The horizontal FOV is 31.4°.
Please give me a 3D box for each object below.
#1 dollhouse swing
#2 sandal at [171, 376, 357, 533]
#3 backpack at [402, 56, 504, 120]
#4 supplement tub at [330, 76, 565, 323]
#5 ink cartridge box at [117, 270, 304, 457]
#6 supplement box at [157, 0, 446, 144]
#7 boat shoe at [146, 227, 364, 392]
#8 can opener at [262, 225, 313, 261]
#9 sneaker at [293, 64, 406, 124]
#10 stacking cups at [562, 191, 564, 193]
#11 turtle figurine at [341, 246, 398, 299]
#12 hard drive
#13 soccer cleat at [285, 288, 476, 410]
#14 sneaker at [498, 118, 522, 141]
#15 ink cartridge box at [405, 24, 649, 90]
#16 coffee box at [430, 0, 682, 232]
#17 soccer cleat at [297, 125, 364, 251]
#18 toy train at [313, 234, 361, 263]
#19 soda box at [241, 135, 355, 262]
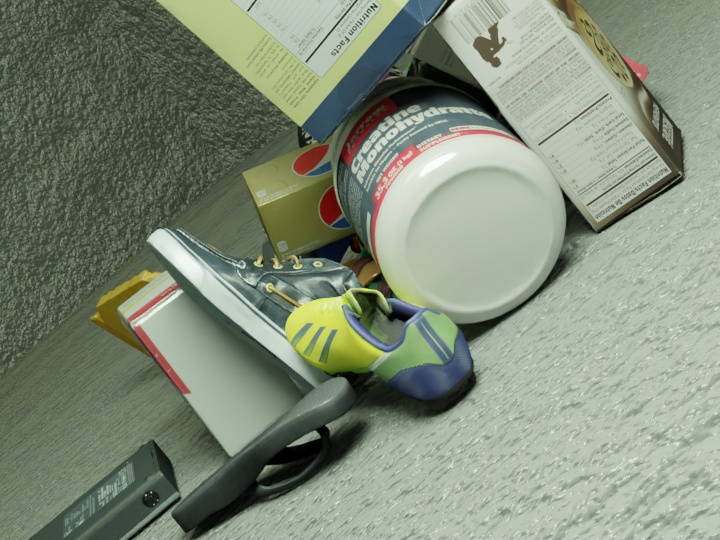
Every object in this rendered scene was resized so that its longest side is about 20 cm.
[{"bbox_3d":[-0.186,0.006,1.553,0.200,0.181,0.176,-25,37,51],"label":"dollhouse swing"},{"bbox_3d":[-0.062,0.139,0.939,0.200,0.043,0.076,-42,-1,37],"label":"sandal"},{"bbox_3d":[0.087,-0.161,1.366,0.127,0.167,0.200,-59,10,-16],"label":"backpack"},{"bbox_3d":[0.058,-0.060,0.970,0.140,0.140,0.200,-37,28,3],"label":"supplement tub"},{"bbox_3d":[-0.141,0.072,1.156,0.083,0.145,0.200,-39,11,-10],"label":"ink cartridge box"},{"bbox_3d":[-0.034,-0.242,0.969,0.134,0.200,0.200,-44,8,38],"label":"supplement box"},{"bbox_3d":[-0.070,0.013,1.025,0.091,0.200,0.071,-51,-1,-13],"label":"boat shoe"},{"bbox_3d":[-0.062,-0.023,1.245,0.067,0.053,0.201,-42,46,41],"label":"can opener"},{"bbox_3d":[0.011,-0.191,1.208,0.200,0.073,0.115,8,75,53],"label":"sneaker"},{"bbox_3d":[0.151,-0.080,1.088,0.200,0.061,0.061,-35,11,25],"label":"stacking cups"},{"bbox_3d":[0.000,0.000,1.131,0.199,0.101,0.150,-2,52,43],"label":"turtle figurine"},{"bbox_3d":[-0.250,0.236,1.132,0.200,0.033,0.140,-39,11,-7],"label":"hard drive"},{"bbox_3d":[0.004,0.038,0.899,0.065,0.084,0.200,-42,28,-21],"label":"soccer cleat"},{"bbox_3d":[0.080,-0.082,1.229,0.199,0.078,0.099,-12,-14,-20],"label":"sneaker"},{"bbox_3d":[0.147,-0.198,1.178,0.147,0.199,0.083,-90,25,-75],"label":"ink cartridge box"},{"bbox_3d":[0.151,-0.142,0.963,0.080,0.200,0.113,-36,12,23],"label":"coffee box"},{"bbox_3d":[-0.003,-0.090,1.276,0.067,0.200,0.081,-25,-23,-11],"label":"soccer cleat"},{"bbox_3d":[-0.034,-0.044,1.372,0.200,0.084,0.116,-62,5,-17],"label":"toy train"},{"bbox_3d":[0.005,-0.083,1.100,0.199,0.064,0.068,-23,34,-5],"label":"soda box"}]
